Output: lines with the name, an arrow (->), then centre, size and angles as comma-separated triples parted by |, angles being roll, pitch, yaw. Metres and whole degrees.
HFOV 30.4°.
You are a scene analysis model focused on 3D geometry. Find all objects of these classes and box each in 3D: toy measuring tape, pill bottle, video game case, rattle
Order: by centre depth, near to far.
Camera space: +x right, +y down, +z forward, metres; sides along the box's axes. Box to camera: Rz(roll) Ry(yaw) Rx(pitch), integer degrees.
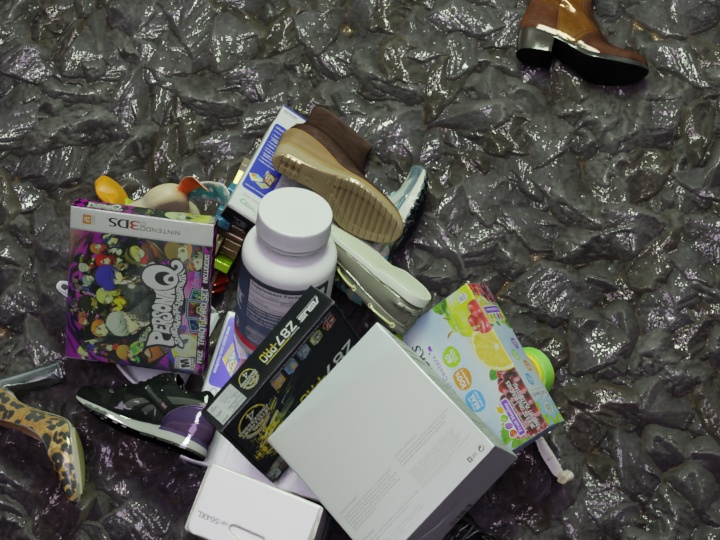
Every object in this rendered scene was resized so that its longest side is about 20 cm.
pill bottle -> -0.089, 0.005, 1.613 | 0.118, 0.202, 0.121 | 6, 41, -5
video game case -> -0.271, 0.022, 1.632 | 0.178, 0.036, 0.203 | 8, 110, 2
toy measuring tape -> 0.226, 0.164, 1.658 | 0.073, 0.074, 0.202 | -28, 75, -6
rattle -> -0.254, -0.106, 1.689 | 0.129, 0.200, 0.145 | 16, 48, -24

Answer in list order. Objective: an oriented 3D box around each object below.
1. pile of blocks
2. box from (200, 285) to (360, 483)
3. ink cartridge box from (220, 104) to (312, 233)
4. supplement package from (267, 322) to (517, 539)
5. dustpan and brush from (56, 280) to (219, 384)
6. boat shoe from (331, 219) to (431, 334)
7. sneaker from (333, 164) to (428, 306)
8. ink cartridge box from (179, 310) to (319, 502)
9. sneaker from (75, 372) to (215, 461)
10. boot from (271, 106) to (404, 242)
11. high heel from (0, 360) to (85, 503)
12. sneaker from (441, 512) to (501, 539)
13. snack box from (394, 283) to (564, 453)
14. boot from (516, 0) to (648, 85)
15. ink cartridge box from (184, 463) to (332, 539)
pile of blocks -> -0.164, -0.048, 1.720 | 0.061, 0.082, 0.202 | 24, 78, -3
box -> -0.083, 0.138, 1.584 | 0.049, 0.162, 0.200 | 34, 76, 32
ink cartridge box -> -0.102, -0.121, 1.726 | 0.094, 0.037, 0.201 | 33, 51, -10
supplement package -> 0.039, 0.208, 1.538 | 0.191, 0.147, 0.200 | -46, 68, 3
dustpan and brush -> -0.299, 0.066, 1.703 | 0.198, 0.057, 0.141 | 25, 77, 8
boat shoe -> -0.002, 0.000, 1.648 | 0.201, 0.072, 0.061 | 40, 110, 26
sneaker -> 0.020, -0.060, 1.723 | 0.086, 0.078, 0.202 | 28, 77, 12
ink cartridge box -> -0.106, 0.176, 1.679 | 0.197, 0.043, 0.201 | 16, 76, 7
sneaker -> -0.260, 0.167, 1.659 | 0.197, 0.076, 0.089 | 17, 72, 22
boot -> -0.008, -0.131, 1.699 | 0.199, 0.073, 0.167 | 34, 33, 3
high heel -> -0.424, 0.218, 1.655 | 0.140, 0.072, 0.202 | -16, 59, -10
sneaker -> 0.114, 0.317, 1.603 | 0.076, 0.114, 0.199 | -42, 76, -11
snack box -> 0.128, 0.145, 1.636 | 0.168, 0.067, 0.202 | -35, 74, 24
boot -> 0.317, -0.361, 1.816 | 0.185, 0.069, 0.203 | 11, 68, 12
ink cartridge box -> -0.115, 0.300, 1.566 | 0.144, 0.200, 0.085 | 20, 76, 6
